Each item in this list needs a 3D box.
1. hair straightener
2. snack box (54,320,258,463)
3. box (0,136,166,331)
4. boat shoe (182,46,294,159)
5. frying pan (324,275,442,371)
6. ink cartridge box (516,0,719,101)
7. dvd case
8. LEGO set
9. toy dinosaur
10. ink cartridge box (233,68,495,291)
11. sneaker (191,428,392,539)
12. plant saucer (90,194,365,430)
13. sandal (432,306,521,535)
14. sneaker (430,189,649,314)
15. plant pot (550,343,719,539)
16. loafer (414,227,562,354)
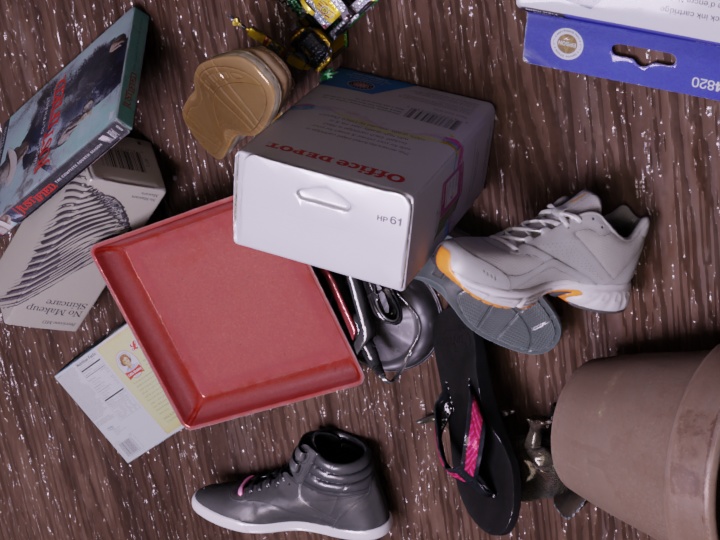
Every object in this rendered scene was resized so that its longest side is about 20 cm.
[{"bbox_3d":[0.000,0.000,1.324,0.077,0.041,0.200,-23,86,27],"label":"hair straightener"},{"bbox_3d":[-0.193,0.096,1.485,0.200,0.037,0.116,-33,100,33],"label":"snack box"},{"bbox_3d":[-0.261,-0.034,1.414,0.200,0.082,0.068,-54,45,34],"label":"box"},{"bbox_3d":[-0.091,-0.149,1.250,0.074,0.069,0.200,51,160,-7],"label":"boat shoe"},{"bbox_3d":[-0.014,0.021,1.376,0.190,0.031,0.115,34,121,3],"label":"frying pan"},{"bbox_3d":[0.217,-0.225,1.139,0.199,0.041,0.200,13,119,18],"label":"ink cartridge box"},{"bbox_3d":[-0.260,-0.126,1.349,0.022,0.146,0.200,32,131,-31],"label":"dvd case"},{"bbox_3d":[-0.061,-0.244,1.208,0.154,0.116,0.200,-28,101,32],"label":"LEGO set"},{"bbox_3d":[0.136,0.166,1.351,0.199,0.077,0.103,4,103,18],"label":"toy dinosaur"},{"bbox_3d":[0.005,-0.077,1.212,0.144,0.200,0.085,16,120,17],"label":"ink cartridge box"},{"bbox_3d":[-0.069,0.195,1.464,0.199,0.071,0.099,2,114,17],"label":"sneaker"},{"bbox_3d":[-0.114,0.032,1.376,0.199,0.037,0.200,-17,108,26],"label":"plant saucer"},{"bbox_3d":[0.087,0.131,1.321,0.075,0.045,0.201,-20,80,49],"label":"sandal"},{"bbox_3d":[0.144,-0.024,1.208,0.076,0.200,0.092,42,121,45],"label":"sneaker"},{"bbox_3d":[0.252,0.141,1.232,0.174,0.200,0.201,9,119,39],"label":"plant pot"},{"bbox_3d":[0.088,-0.006,1.297,0.200,0.063,0.072,33,122,-7],"label":"loafer"}]
